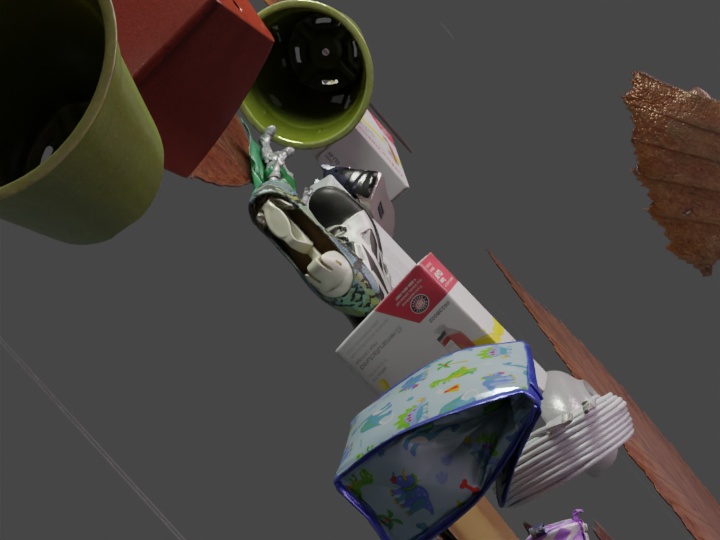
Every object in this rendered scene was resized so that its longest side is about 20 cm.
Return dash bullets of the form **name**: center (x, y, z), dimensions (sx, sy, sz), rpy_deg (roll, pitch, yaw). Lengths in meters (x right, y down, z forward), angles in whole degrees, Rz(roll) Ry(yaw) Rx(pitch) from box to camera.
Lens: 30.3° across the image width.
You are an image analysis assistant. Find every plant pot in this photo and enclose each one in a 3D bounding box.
- **plant pot**: center (-0.210, -0.246, 1.373), dimensions (0.201, 0.176, 0.200), rpy_deg (56, 14, 21)
- **plant pot**: center (-0.231, -0.105, 0.959), dimensions (0.201, 0.199, 0.190), rpy_deg (56, 1, 23)
- **plant pot**: center (-0.064, -0.295, 1.884), dimensions (0.201, 0.199, 0.190), rpy_deg (49, 21, -9)

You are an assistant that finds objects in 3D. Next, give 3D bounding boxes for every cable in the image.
- **cable**: center (0.247, 0.221, 1.641), dimensions (0.199, 0.199, 0.070), rpy_deg (-14, 69, -57)

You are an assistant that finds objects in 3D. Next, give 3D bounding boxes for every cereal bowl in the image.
- **cereal bowl**: center (0.377, 0.251, 2.286), dimensions (0.200, 0.083, 0.201), rpy_deg (48, 14, -16)

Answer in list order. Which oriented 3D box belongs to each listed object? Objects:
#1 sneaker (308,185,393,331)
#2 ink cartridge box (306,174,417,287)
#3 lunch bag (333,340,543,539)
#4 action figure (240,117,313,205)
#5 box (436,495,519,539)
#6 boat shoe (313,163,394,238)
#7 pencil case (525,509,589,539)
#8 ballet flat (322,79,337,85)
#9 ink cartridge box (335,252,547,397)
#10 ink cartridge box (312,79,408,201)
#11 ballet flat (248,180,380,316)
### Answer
- **sneaker**: center (-0.013, -0.008, 1.606), dimensions (0.202, 0.074, 0.088), rpy_deg (63, 27, 3)
- **ink cartridge box**: center (0.000, 0.000, 1.742), dimensions (0.200, 0.043, 0.175), rpy_deg (45, 34, -28)
- **lunch bag**: center (0.087, 0.154, 1.264), dimensions (0.128, 0.199, 0.170), rpy_deg (48, 12, -8)
- **action figure**: center (-0.099, -0.104, 1.663), dimensions (0.118, 0.054, 0.201), rpy_deg (46, 18, -35)
- **box**: center (0.136, 0.299, 1.438), dimensions (0.164, 0.021, 0.200), rpy_deg (51, 13, -4)
- **boat shoe**: center (-0.009, -0.083, 1.870), dimensions (0.091, 0.075, 0.201), rpy_deg (15, -29, 16)
- **pencil case**: center (0.244, 0.362, 1.438), dimensions (0.202, 0.085, 0.084), rpy_deg (65, 12, 10)
- **ballet flat**: center (-0.046, -0.318, 2.421), dimensions (0.075, 0.068, 0.200), rpy_deg (37, 13, 8)
- **ink cartridge box**: center (0.094, 0.105, 1.494), dimensions (0.200, 0.145, 0.083), rpy_deg (45, 13, 2)
- **ink cartridge box**: center (-0.008, -0.195, 2.115), dimensions (0.145, 0.083, 0.201), rpy_deg (46, 15, -26)
- **ballet flat**: center (-0.059, -0.021, 1.539), dimensions (0.200, 0.074, 0.074), rpy_deg (44, 12, 9)
